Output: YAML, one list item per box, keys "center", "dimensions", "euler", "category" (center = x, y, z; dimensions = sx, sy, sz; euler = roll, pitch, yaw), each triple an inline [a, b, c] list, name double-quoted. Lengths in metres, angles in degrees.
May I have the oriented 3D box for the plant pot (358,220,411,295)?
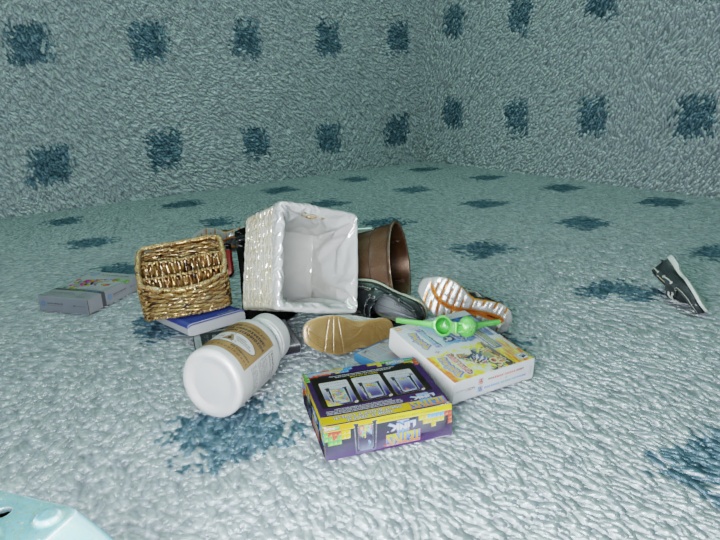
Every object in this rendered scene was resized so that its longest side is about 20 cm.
- center: [0.000, 0.000, 1.380]
  dimensions: [0.192, 0.207, 0.200]
  euler: [-5, 15, 17]
  category: "plant pot"

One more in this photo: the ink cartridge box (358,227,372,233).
- center: [-0.064, -0.036, 1.555]
  dimensions: [0.193, 0.085, 0.147]
  euler: [-5, -23, -7]
  category: "ink cartridge box"

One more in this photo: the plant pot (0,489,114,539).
- center: [-0.275, 0.286, 0.448]
  dimensions: [0.190, 0.207, 0.196]
  euler: [3, 18, 19]
  category: "plant pot"

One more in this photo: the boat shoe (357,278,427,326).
- center: [0.039, 0.074, 1.252]
  dimensions: [0.194, 0.077, 0.066]
  euler: [21, 23, 12]
  category: "boat shoe"

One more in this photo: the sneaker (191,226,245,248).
- center: [-0.447, -0.098, 1.968]
  dimensions: [0.194, 0.081, 0.077]
  euler: [-4, 3, -17]
  category: "sneaker"

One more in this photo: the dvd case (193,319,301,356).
- center: [-0.228, 0.145, 1.207]
  dimensions: [0.194, 0.026, 0.150]
  euler: [-8, 17, -18]
  category: "dvd case"

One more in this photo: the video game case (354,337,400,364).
- center: [0.104, 0.152, 1.147]
  dimensions: [0.196, 0.018, 0.141]
  euler: [-17, 22, -39]
  category: "video game case"

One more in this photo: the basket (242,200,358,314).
- center: [-0.121, -0.017, 1.209]
  dimensions: [0.194, 0.207, 0.159]
  euler: [5, -7, -40]
  category: "basket"

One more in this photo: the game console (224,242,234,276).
- center: [-0.465, -0.007, 1.753]
  dimensions: [0.193, 0.123, 0.173]
  euler: [-6, -14, -13]
  category: "game console"

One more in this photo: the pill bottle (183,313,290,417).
- center: [-0.200, 0.149, 1.032]
  dimensions: [0.111, 0.118, 0.200]
  euler: [4, 18, 19]
  category: "pill bottle"

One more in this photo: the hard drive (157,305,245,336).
- center: [-0.354, 0.099, 1.334]
  dimensions: [0.129, 0.026, 0.197]
  euler: [-15, 14, -35]
  category: "hard drive"

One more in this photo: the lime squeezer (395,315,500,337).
- center: [0.163, 0.092, 1.084]
  dimensions: [0.193, 0.039, 0.071]
  euler: [1, 22, -4]
  category: "lime squeezer"

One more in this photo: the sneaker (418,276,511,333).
- center: [0.208, 0.070, 1.239]
  dimensions: [0.195, 0.080, 0.077]
  euler: [25, 9, 0]
  category: "sneaker"

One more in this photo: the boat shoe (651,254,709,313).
- center: [0.706, 0.041, 1.351]
  dimensions: [0.060, 0.076, 0.201]
  euler: [-36, 16, 23]
  category: "boat shoe"

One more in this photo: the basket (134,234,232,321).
- center: [-0.383, 0.014, 1.318]
  dimensions: [0.194, 0.154, 0.143]
  euler: [-9, 11, -13]
  category: "basket"

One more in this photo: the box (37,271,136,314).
- center: [-0.681, 0.054, 1.545]
  dimensions: [0.151, 0.043, 0.200]
  euler: [4, 17, 18]
  category: "box"

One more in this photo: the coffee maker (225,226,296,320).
- center: [-0.217, 0.010, 1.340]
  dimensions: [0.189, 0.207, 0.133]
  euler: [-17, 20, -42]
  category: "coffee maker"

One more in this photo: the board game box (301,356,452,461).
- center: [0.020, 0.203, 0.927]
  dimensions: [0.194, 0.059, 0.165]
  euler: [-7, 19, -14]
  category: "board game box"

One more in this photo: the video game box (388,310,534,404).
- center: [0.173, 0.144, 1.071]
  dimensions: [0.178, 0.048, 0.199]
  euler: [-12, 27, -27]
  category: "video game box"

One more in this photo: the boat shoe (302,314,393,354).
- center: [-0.032, 0.122, 1.184]
  dimensions: [0.195, 0.073, 0.069]
  euler: [4, 0, -31]
  category: "boat shoe"
